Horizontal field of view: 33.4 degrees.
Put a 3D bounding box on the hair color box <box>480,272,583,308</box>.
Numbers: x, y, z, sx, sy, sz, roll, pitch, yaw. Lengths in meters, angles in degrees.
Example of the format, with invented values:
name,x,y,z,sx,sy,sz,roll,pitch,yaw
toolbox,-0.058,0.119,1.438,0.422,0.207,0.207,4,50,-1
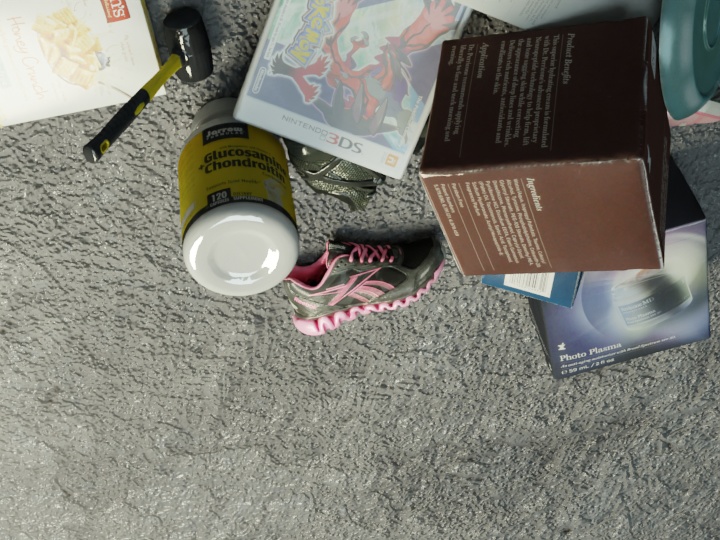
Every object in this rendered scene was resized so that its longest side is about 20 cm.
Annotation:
name,x,y,z,sx,sy,sz,roll,pitch,yaw
hair color box,0.200,-0.058,1.257,0.099,0.201,0.061,16,134,12

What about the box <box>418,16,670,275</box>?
name,x,y,z,sx,sy,sz,roll,pitch,yaw
box,0.176,-0.109,1.109,0.197,0.167,0.165,-2,145,21

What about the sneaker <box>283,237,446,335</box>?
name,x,y,z,sx,sy,sz,roll,pitch,yaw
sneaker,0.000,0.000,1.378,0.198,0.079,0.096,-22,122,7

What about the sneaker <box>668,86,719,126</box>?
name,x,y,z,sx,sy,sz,roll,pitch,yaw
sneaker,0.286,-0.170,1.271,0.198,0.076,0.105,11,125,-11

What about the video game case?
name,x,y,z,sx,sy,sz,roll,pitch,yaw
video game case,-0.006,-0.208,1.151,0.180,0.023,0.202,18,109,-13

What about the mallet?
name,x,y,z,sx,sy,sz,roll,pitch,yaw
mallet,-0.197,-0.173,1.100,0.041,0.200,0.067,11,128,22

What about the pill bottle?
name,x,y,z,sx,sy,sz,roll,pitch,yaw
pill bottle,-0.124,-0.080,1.182,0.110,0.201,0.113,-6,134,-6

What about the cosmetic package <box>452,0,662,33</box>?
name,x,y,z,sx,sy,sz,roll,pitch,yaw
cosmetic package,0.175,-0.278,1.125,0.198,0.114,0.082,13,129,-25

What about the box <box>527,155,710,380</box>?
name,x,y,z,sx,sy,sz,roll,pitch,yaw
box,0.293,0.001,1.400,0.198,0.124,0.200,-16,132,3

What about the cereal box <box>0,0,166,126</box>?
name,x,y,z,sx,sy,sz,roll,pitch,yaw
cereal box,-0.295,-0.214,1.132,0.197,0.040,0.145,-12,134,-1

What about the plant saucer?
name,x,y,z,sx,sy,sz,roll,pitch,yaw
plant saucer,0.326,-0.243,1.141,0.027,0.201,0.201,10,142,29

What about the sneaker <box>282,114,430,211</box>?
name,x,y,z,sx,sy,sz,roll,pitch,yaw
sneaker,0.024,-0.131,1.256,0.197,0.077,0.115,-16,141,0
